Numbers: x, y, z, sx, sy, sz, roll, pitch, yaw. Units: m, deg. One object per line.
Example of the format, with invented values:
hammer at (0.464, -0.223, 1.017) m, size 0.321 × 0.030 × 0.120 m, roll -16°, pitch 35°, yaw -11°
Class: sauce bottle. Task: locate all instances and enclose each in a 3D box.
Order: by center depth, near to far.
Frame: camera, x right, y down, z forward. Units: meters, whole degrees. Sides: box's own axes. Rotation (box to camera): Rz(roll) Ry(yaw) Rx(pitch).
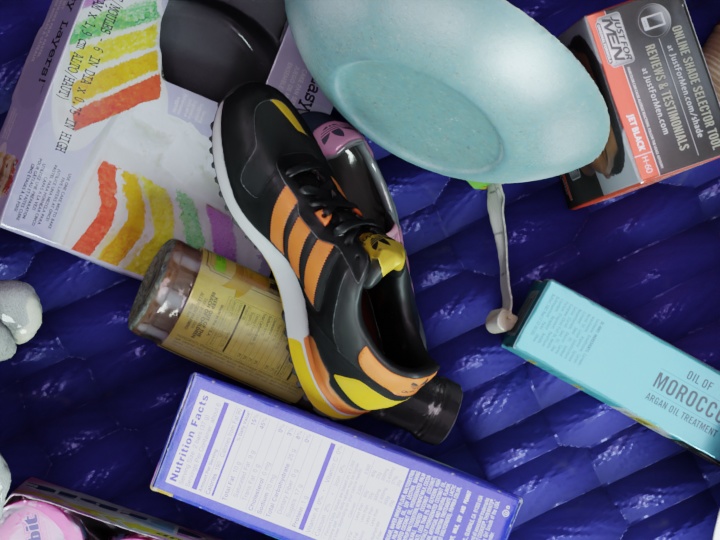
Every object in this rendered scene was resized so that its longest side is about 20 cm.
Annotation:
sauce bottle at (-0.036, 0.047, 1.384) m, size 0.200 × 0.065 × 0.065 m, roll 25°, pitch 87°, yaw -15°

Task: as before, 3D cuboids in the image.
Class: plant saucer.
plant saucer at (0.040, -0.099, 1.315) m, size 0.201 × 0.201 × 0.039 m, roll 28°, pitch 67°, yaw -2°

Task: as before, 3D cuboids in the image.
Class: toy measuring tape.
toy measuring tape at (0.055, -0.061, 1.439) m, size 0.073 × 0.074 × 0.200 m, roll -3°, pitch 84°, yaw -3°

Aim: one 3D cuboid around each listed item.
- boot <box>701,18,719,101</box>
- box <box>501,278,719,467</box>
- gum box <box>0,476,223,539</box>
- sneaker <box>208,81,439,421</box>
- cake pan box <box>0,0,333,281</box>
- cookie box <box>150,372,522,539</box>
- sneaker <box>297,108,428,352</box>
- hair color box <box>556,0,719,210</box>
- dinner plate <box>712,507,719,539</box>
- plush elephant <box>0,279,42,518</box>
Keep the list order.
boot at (0.310, -0.105, 1.458) m, size 0.200 × 0.074 × 0.155 m, roll 43°, pitch 83°, yaw -3°
box at (0.186, 0.074, 1.440) m, size 0.200 × 0.082 × 0.049 m, roll 29°, pitch 88°, yaw -1°
gum box at (-0.129, 0.184, 1.404) m, size 0.200 × 0.114 × 0.066 m, roll 18°, pitch 87°, yaw -2°
sneaker at (-0.012, -0.019, 1.312) m, size 0.070 × 0.090 × 0.200 m, roll -22°, pitch 92°, yaw -44°
cake pan box at (-0.112, -0.092, 1.407) m, size 0.184 × 0.052 × 0.200 m, roll 23°, pitch 87°, yaw -33°
cookie box at (-0.018, 0.128, 1.384) m, size 0.200 × 0.171 × 0.075 m, roll 21°, pitch 86°, yaw -1°
sneaker at (0.000, 0.000, 1.410) m, size 0.070 × 0.082 × 0.200 m, roll -32°, pitch 111°, yaw -22°
hair color box at (0.153, -0.098, 1.383) m, size 0.061 × 0.200 × 0.102 m, roll -18°, pitch 88°, yaw -7°
dinner plate at (0.283, 0.143, 1.406) m, size 0.200 × 0.024 × 0.201 m, roll -19°, pitch 122°, yaw -34°
plush elephant at (-0.266, 0.102, 1.337) m, size 0.164 × 0.200 × 0.155 m, roll -20°, pitch 85°, yaw 17°
